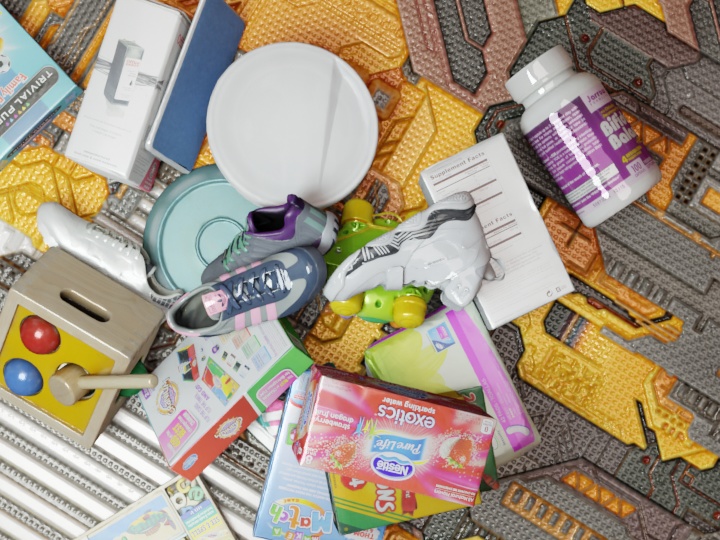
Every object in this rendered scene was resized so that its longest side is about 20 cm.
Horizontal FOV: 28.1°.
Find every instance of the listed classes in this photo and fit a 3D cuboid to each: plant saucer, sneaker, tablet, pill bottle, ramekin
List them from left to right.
[{"bbox_3d":[-0.298,-0.015,1.704,0.080,0.076,0.200,-40,100,16],"label":"sneaker"},{"bbox_3d":[-0.193,-0.221,1.691,0.014,0.130,0.202,18,85,17],"label":"tablet"},{"bbox_3d":[-0.166,-0.031,1.736,0.197,0.027,0.203,0,87,0],"label":"plant saucer"},{"bbox_3d":[-0.128,0.030,1.593,0.199,0.082,0.071,-27,81,31],"label":"sneaker"},{"bbox_3d":[-0.122,-0.037,1.644,0.199,0.087,0.075,-25,46,30],"label":"sneaker"},{"bbox_3d":[-0.083,-0.159,1.694,0.200,0.094,0.205,1,80,-8],"label":"ramekin"},{"bbox_3d":[-0.060,0.168,1.705,0.200,0.084,0.121,42,98,2],"label":"sneaker"},{"bbox_3d":[0.063,0.006,1.600,0.199,0.075,0.116,-31,85,-5],"label":"sneaker"},{"bbox_3d":[0.259,-0.162,1.701,0.112,0.112,0.201,-34,89,-2],"label":"pill bottle"}]

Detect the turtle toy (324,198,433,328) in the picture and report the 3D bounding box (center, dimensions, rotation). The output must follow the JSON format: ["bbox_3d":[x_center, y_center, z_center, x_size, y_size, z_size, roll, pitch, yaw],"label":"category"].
[{"bbox_3d":[0.000,0.000,1.695,0.198,0.101,0.147,11,65,-4],"label":"turtle toy"}]

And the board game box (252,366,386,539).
[{"bbox_3d":[-0.029,0.223,1.653,0.150,0.037,0.202,14,92,-7],"label":"board game box"}]

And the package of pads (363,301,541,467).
[{"bbox_3d":[0.104,0.152,1.710,0.153,0.068,0.202,-27,88,-1],"label":"package of pads"}]

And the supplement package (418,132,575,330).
[{"bbox_3d":[0.157,-0.043,1.695,0.109,0.114,0.202,-25,86,0],"label":"supplement package"}]

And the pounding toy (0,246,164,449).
[{"bbox_3d":[-0.316,0.100,1.632,0.199,0.142,0.185,30,125,1],"label":"pounding toy"}]

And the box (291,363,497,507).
[{"bbox_3d":[0.034,0.175,1.538,0.198,0.095,0.101,15,92,-9],"label":"box"}]

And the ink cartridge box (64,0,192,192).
[{"bbox_3d":[-0.263,-0.206,1.682,0.084,0.146,0.202,20,88,3],"label":"ink cartridge box"}]

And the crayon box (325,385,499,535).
[{"bbox_3d":[0.058,0.211,1.619,0.198,0.051,0.129,-12,96,-8],"label":"crayon box"}]

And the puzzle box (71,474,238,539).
[{"bbox_3d":[-0.250,0.342,1.721,0.199,0.025,0.134,-31,89,-2],"label":"puzzle box"}]

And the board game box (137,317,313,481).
[{"bbox_3d":[-0.161,0.122,1.661,0.200,0.153,0.040,-44,130,7],"label":"board game box"}]

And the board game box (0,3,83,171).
[{"bbox_3d":[-0.458,-0.240,1.732,0.151,0.047,0.200,-44,88,-2],"label":"board game box"}]
